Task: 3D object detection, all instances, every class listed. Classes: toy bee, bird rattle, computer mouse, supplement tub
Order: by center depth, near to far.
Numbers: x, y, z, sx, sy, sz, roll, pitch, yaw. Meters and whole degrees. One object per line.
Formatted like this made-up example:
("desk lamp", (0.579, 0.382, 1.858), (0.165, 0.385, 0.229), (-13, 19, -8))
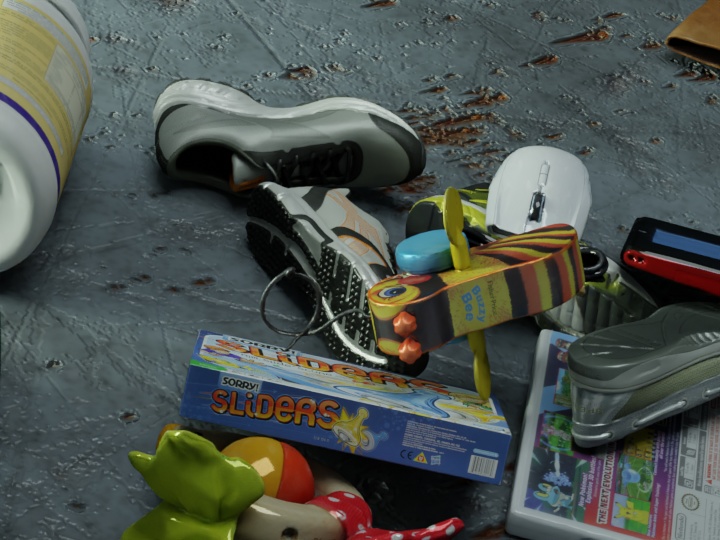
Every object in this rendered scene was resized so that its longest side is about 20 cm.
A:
("bird rattle", (-0.046, 0.134, 1.493), (0.199, 0.113, 0.163), (5, 19, -18))
("toy bee", (0.049, 0.028, 1.577), (0.199, 0.131, 0.109), (-33, 19, 5))
("supplement tub", (-0.258, -0.104, 1.701), (0.144, 0.146, 0.200), (13, 35, -2))
("computer mouse", (0.118, -0.044, 1.718), (0.109, 0.044, 0.200), (9, 26, 4))

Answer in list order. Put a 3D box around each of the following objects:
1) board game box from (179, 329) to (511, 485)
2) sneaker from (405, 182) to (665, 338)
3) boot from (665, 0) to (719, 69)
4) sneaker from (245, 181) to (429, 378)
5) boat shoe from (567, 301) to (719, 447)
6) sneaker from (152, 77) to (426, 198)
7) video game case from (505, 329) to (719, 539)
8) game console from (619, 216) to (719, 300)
("board game box", (-0.010, 0.084, 1.577), (0.199, 0.035, 0.135), (12, 7, -3))
("sneaker", (0.133, -0.013, 1.774), (0.199, 0.075, 0.085), (28, 37, 19))
("boot", (0.304, -0.233, 2.175), (0.188, 0.069, 0.200), (31, 45, 10))
("sneaker", (0.000, 0.000, 1.712), (0.080, 0.074, 0.200), (-7, 41, -31))
("boat shoe", (0.214, 0.066, 1.676), (0.201, 0.065, 0.074), (-13, 24, -41))
("sneaker", (-0.052, -0.081, 1.818), (0.199, 0.074, 0.080), (5, 45, -2))
("video game case", (0.193, 0.125, 1.652), (0.181, 0.023, 0.200), (15, 36, 1))
("game console", (0.272, 0.000, 1.779), (0.176, 0.031, 0.200), (20, 9, 6))
